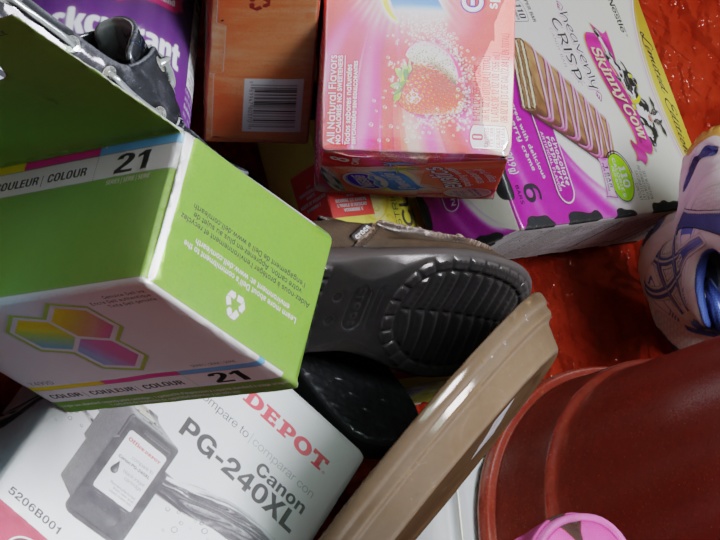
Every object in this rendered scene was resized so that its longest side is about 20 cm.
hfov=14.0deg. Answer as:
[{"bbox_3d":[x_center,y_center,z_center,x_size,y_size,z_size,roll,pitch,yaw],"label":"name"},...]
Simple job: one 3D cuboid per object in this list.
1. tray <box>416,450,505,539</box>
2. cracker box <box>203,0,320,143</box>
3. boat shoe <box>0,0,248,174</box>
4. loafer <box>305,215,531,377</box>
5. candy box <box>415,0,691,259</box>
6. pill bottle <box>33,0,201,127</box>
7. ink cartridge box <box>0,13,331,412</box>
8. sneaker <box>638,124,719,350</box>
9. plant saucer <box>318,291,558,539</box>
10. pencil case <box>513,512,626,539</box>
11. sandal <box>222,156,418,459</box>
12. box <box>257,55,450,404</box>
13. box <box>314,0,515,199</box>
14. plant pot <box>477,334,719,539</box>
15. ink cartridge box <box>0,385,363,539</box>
[{"bbox_3d":[0.113,0.140,1.555,0.199,0.022,0.108,7,68,-32],"label":"tray"},{"bbox_3d":[-0.050,-0.181,1.471,0.057,0.134,0.201,1,49,-5],"label":"cracker box"},{"bbox_3d":[-0.112,-0.078,1.295,0.200,0.072,0.068,29,89,-35],"label":"boat shoe"},{"bbox_3d":[0.000,0.000,1.430,0.199,0.073,0.071,9,29,-40],"label":"loafer"},{"bbox_3d":[0.098,-0.081,1.580,0.200,0.061,0.137,-9,76,-54],"label":"candy box"},{"bbox_3d":[-0.135,-0.107,1.432,0.111,0.111,0.201,17,61,-27],"label":"pill bottle"},{"bbox_3d":[-0.134,-0.019,1.233,0.200,0.147,0.076,35,59,-41],"label":"ink cartridge box"},{"bbox_3d":[0.190,0.008,1.563,0.075,0.200,0.089,0,59,0],"label":"sneaker"},{"bbox_3d":[0.032,0.095,1.406,0.029,0.200,0.200,39,52,8],"label":"plant saucer"},{"bbox_3d":[0.052,0.182,1.384,0.093,0.200,0.091,-23,86,-48],"label":"pencil case"},{"bbox_3d":[-0.047,0.022,1.469,0.075,0.045,0.200,-15,62,-44],"label":"sandal"},{"bbox_3d":[-0.001,-0.029,1.529,0.075,0.050,0.201,-4,73,-37],"label":"box"},{"bbox_3d":[0.027,-0.143,1.443,0.094,0.103,0.201,2,80,-3],"label":"box"},{"bbox_3d":[0.194,0.115,1.482,0.200,0.195,0.202,13,64,-29],"label":"plant pot"},{"bbox_3d":[-0.111,0.119,1.372,0.145,0.083,0.200,42,53,-12],"label":"ink cartridge box"}]
